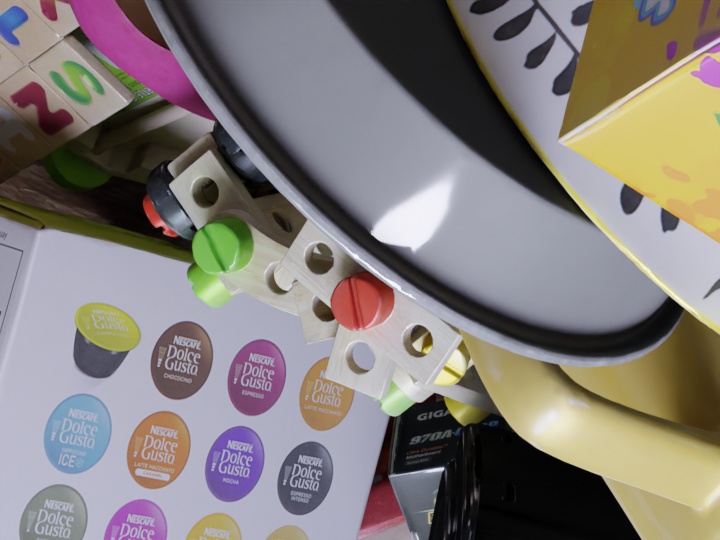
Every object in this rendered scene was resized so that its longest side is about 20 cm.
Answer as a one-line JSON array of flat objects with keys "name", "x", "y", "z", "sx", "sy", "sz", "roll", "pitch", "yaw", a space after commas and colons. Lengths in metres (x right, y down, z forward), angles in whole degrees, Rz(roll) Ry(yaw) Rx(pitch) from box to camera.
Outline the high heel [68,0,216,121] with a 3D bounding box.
[{"name": "high heel", "x": -0.057, "y": -0.104, "z": 0.823, "sx": 0.096, "sy": 0.068, "sz": 0.200, "roll": 30, "pitch": 165, "yaw": 43}]

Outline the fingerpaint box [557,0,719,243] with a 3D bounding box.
[{"name": "fingerpaint box", "x": 0.144, "y": -0.077, "z": 0.558, "sx": 0.166, "sy": 0.201, "sz": 0.073, "roll": 30, "pitch": 145, "yaw": -22}]

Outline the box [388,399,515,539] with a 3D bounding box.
[{"name": "box", "x": 0.127, "y": 0.110, "z": 1.002, "sx": 0.199, "sy": 0.046, "sz": 0.160, "roll": -12, "pitch": 123, "yaw": 16}]

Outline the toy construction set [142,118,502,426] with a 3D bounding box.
[{"name": "toy construction set", "x": 0.000, "y": 0.000, "z": 0.883, "sx": 0.132, "sy": 0.092, "sz": 0.200, "roll": 56, "pitch": -171, "yaw": 8}]

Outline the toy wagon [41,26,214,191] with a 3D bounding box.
[{"name": "toy wagon", "x": -0.083, "y": -0.068, "z": 0.985, "sx": 0.199, "sy": 0.040, "sz": 0.155, "roll": 32, "pitch": 155, "yaw": -25}]

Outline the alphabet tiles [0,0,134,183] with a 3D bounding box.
[{"name": "alphabet tiles", "x": -0.173, "y": -0.102, "z": 0.951, "sx": 0.166, "sy": 0.006, "sz": 0.200, "roll": 43, "pitch": 150, "yaw": -15}]

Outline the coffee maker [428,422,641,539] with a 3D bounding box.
[{"name": "coffee maker", "x": 0.122, "y": 0.118, "z": 0.916, "sx": 0.199, "sy": 0.193, "sz": 0.135, "roll": 12, "pitch": 175, "yaw": -2}]

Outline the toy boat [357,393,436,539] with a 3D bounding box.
[{"name": "toy boat", "x": 0.022, "y": 0.092, "z": 1.147, "sx": 0.199, "sy": 0.131, "sz": 0.131, "roll": -21, "pitch": 158, "yaw": -10}]

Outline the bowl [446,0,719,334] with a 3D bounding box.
[{"name": "bowl", "x": 0.119, "y": -0.075, "z": 0.662, "sx": 0.200, "sy": 0.201, "sz": 0.094, "roll": 32, "pitch": 126, "yaw": -23}]

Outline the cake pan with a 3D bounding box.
[{"name": "cake pan", "x": 0.025, "y": -0.067, "z": 0.666, "sx": 0.200, "sy": 0.201, "sz": 0.037, "roll": 32, "pitch": 124, "yaw": -24}]

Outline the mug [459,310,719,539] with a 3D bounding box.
[{"name": "mug", "x": 0.118, "y": 0.044, "z": 0.769, "sx": 0.185, "sy": 0.154, "sz": 0.150, "roll": -10, "pitch": 137, "yaw": -10}]

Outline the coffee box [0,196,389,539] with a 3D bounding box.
[{"name": "coffee box", "x": -0.134, "y": 0.076, "z": 1.039, "sx": 0.199, "sy": 0.199, "sz": 0.199, "roll": 16, "pitch": 180, "yaw": -43}]
